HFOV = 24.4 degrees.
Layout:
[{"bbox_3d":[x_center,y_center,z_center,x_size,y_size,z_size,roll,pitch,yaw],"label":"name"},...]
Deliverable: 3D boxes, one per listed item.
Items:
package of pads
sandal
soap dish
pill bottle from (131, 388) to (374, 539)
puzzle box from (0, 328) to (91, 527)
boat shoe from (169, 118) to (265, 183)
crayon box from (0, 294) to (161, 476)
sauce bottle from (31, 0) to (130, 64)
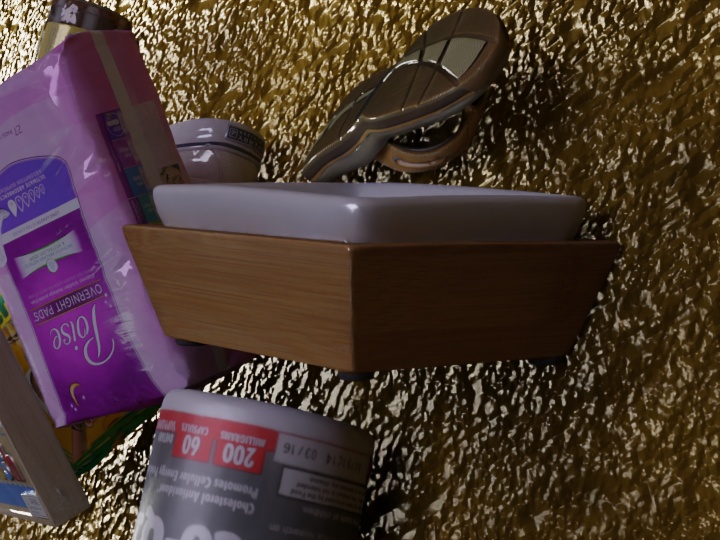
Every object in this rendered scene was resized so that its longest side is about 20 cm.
[{"bbox_3d":[-0.148,-0.020,0.919,0.120,0.075,0.202,-20,92,39],"label":"package of pads"},{"bbox_3d":[0.030,-0.079,0.871,0.081,0.054,0.200,-56,12,-25],"label":"sandal"},{"bbox_3d":[0.000,0.000,0.802,0.199,0.156,0.082,6,97,54],"label":"soap dish"},{"bbox_3d":[-0.066,0.169,0.840,0.113,0.113,0.202,-1,75,52],"label":"pill bottle"},{"bbox_3d":[-0.230,0.085,1.005,0.200,0.025,0.134,-11,107,64],"label":"puzzle box"},{"bbox_3d":[-0.137,-0.043,1.067,0.199,0.071,0.071,-9,66,44],"label":"boat shoe"},{"bbox_3d":[-0.164,0.038,1.029,0.200,0.058,0.119,-41,79,36],"label":"crayon box"},{"bbox_3d":[-0.219,-0.092,1.195,0.064,0.064,0.202,12,86,54],"label":"sauce bottle"}]
